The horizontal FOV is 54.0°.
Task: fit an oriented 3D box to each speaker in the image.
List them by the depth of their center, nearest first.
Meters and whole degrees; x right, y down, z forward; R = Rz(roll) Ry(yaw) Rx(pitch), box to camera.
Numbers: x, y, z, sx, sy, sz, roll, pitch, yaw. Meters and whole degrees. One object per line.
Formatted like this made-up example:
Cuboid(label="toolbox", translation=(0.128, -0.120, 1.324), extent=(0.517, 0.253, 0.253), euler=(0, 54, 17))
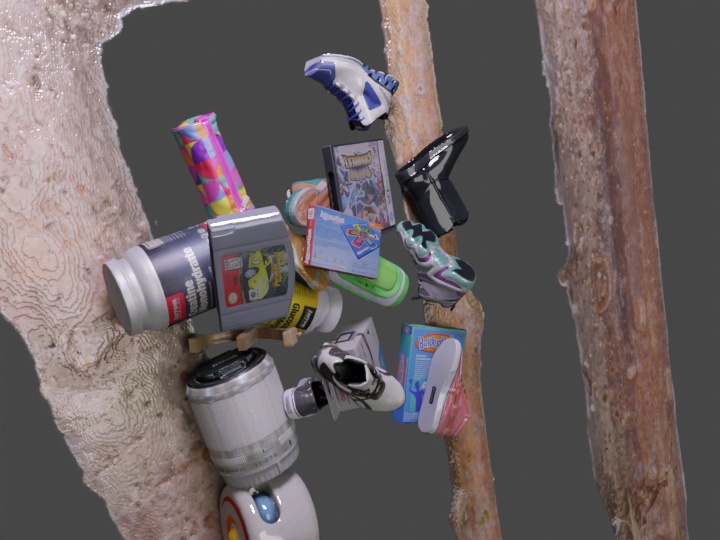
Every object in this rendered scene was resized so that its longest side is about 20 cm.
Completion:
Cuboid(label="speaker", translation=(0.000, 0.000, 1.382), extent=(0.198, 0.088, 0.090), euler=(28, 79, -29))

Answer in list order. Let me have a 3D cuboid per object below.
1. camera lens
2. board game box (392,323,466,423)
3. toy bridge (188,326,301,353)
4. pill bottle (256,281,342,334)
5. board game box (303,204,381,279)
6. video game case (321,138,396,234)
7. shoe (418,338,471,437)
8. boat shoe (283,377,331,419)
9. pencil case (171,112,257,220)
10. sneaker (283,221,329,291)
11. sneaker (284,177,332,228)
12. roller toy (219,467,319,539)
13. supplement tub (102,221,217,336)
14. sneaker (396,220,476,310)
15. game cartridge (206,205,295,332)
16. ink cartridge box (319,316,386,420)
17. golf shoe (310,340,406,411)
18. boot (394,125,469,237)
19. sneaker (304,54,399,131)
Cuboid(label="camera lens", translation=(-0.203, 0.247, 1.227), extent=(0.158, 0.159, 0.204), euler=(-25, 105, -27))
Cuboid(label="board game box", translation=(0.148, 0.220, 1.508), extent=(0.149, 0.045, 0.205), euler=(7, 89, -31))
Cuboid(label="toy bridge", translation=(-0.197, 0.118, 1.235), extent=(0.195, 0.067, 0.028), euler=(-5, 99, 12))
Cuboid(label="pill bottle", translation=(-0.136, 0.052, 1.284), extent=(0.197, 0.112, 0.115), euler=(15, 85, -31))
Cuboid(label="board game box", translation=(-0.028, -0.047, 1.264), extent=(0.198, 0.019, 0.105), euler=(12, 82, -53))
Cuboid(label="video game case", translation=(0.002, -0.154, 1.359), extent=(0.199, 0.025, 0.185), euler=(-23, 107, -57))
Cuboid(label="shoe", translation=(0.189, 0.246, 1.470), extent=(0.090, 0.071, 0.204), euler=(17, 89, -32))
Cuboid(label="boat shoe", translation=(-0.083, 0.226, 1.285), extent=(0.065, 0.200, 0.071), euler=(-16, 81, 9))
Cuboid(label="pencil case", translation=(-0.249, -0.168, 1.222), extent=(0.088, 0.088, 0.203), euler=(-32, 108, -26))
Cuboid(label="sneaker", translation=(-0.135, -0.028, 1.214), extent=(0.200, 0.086, 0.077), euler=(43, 44, -37))
Cuboid(label="sneaker", translation=(-0.104, -0.119, 1.266), extent=(0.200, 0.078, 0.073), euler=(-46, 129, -66))
Cuboid(label="roller toy", translation=(-0.169, 0.451, 1.247), extent=(0.137, 0.199, 0.187), euler=(-9, 87, -31))
Cuboid(label="supplement tub", translation=(-0.305, 0.013, 1.162), extent=(0.197, 0.139, 0.143), euler=(-23, 104, -28))
Cuboid(label="sneaker", translation=(0.130, 0.003, 1.460), extent=(0.200, 0.141, 0.077), euler=(44, 41, 16))
Cuboid(label="game cartridge", translation=(-0.170, 0.000, 1.124), extent=(0.131, 0.041, 0.204), euler=(-15, 126, -22))
Cuboid(label="ink cartridge box", translation=(-0.012, 0.181, 1.326), extent=(0.200, 0.065, 0.118), euler=(-55, 131, -69))
Cuboid(label="golf shoe", translation=(0.007, 0.197, 1.215), extent=(0.198, 0.094, 0.079), euler=(30, 85, -23))
Cuboid(label="boot", translation=(0.182, -0.183, 1.487), extent=(0.199, 0.076, 0.170), euler=(-39, 108, -16))
Cuboid(label="sneaker", translation=(-0.012, -0.333, 1.359), extent=(0.196, 0.080, 0.118), euler=(10, 85, -33))
